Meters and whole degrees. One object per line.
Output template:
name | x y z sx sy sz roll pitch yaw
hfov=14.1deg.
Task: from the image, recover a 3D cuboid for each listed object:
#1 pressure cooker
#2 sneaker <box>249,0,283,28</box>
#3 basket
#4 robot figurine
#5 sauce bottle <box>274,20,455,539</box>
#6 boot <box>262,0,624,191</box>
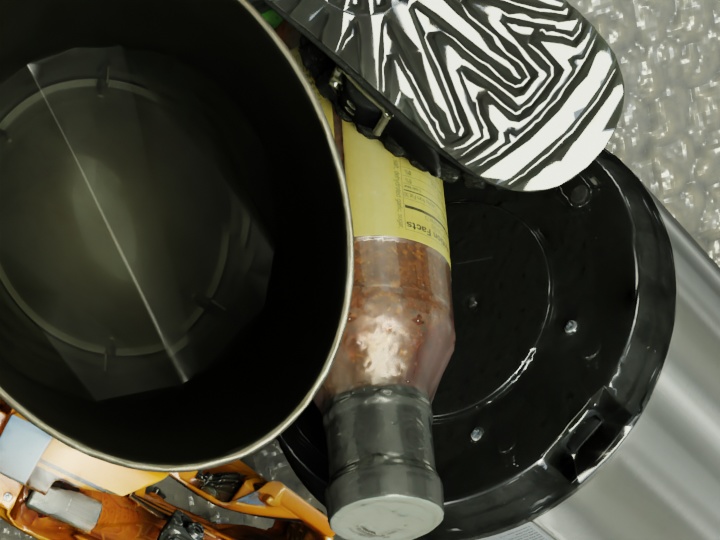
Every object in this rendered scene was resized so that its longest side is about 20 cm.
pressure cooker | 0.072 0.053 1.145 0.179 0.176 0.200 -57 142 -6
sneaker | -0.053 -0.123 1.119 0.200 0.077 0.084 -14 93 -25
basket | -0.086 -0.021 0.997 0.136 0.200 0.180 -27 91 -7
robot figurine | -0.093 0.084 1.113 0.200 0.145 0.058 26 88 -21
sauce bottle | 0.000 0.000 1.048 0.066 0.066 0.200 13 58 -27
boot | -0.002 -0.105 0.963 0.079 0.158 0.211 -39 96 1
